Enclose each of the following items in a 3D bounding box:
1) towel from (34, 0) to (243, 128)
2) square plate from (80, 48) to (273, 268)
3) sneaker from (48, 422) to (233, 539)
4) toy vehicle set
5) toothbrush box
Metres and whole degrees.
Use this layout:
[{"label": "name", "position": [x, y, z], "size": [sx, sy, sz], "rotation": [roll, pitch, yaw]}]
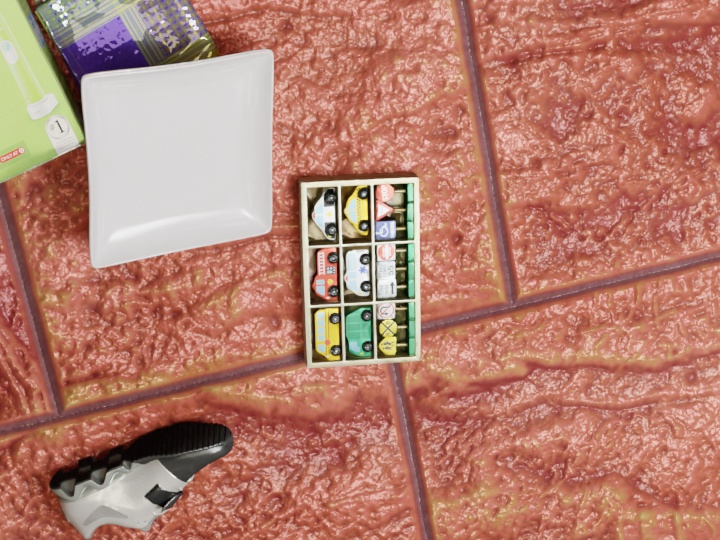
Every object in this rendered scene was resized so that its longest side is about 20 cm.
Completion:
[{"label": "towel", "position": [-0.215, -0.208, 1.505], "size": [0.143, 0.023, 0.201], "rotation": [-27, 108, 0]}, {"label": "square plate", "position": [-0.178, -0.113, 1.498], "size": [0.197, 0.028, 0.202], "rotation": [-13, 121, -26]}, {"label": "sneaker", "position": [-0.217, 0.223, 1.604], "size": [0.198, 0.074, 0.089], "rotation": [-20, 108, 7]}, {"label": "toy vehicle set", "position": [0.000, 0.000, 1.598], "size": [0.123, 0.027, 0.202], "rotation": [-4, 106, -9]}, {"label": "toothbrush box", "position": [-0.366, -0.188, 1.452], "size": [0.145, 0.086, 0.201], "rotation": [-26, 109, -2]}]
